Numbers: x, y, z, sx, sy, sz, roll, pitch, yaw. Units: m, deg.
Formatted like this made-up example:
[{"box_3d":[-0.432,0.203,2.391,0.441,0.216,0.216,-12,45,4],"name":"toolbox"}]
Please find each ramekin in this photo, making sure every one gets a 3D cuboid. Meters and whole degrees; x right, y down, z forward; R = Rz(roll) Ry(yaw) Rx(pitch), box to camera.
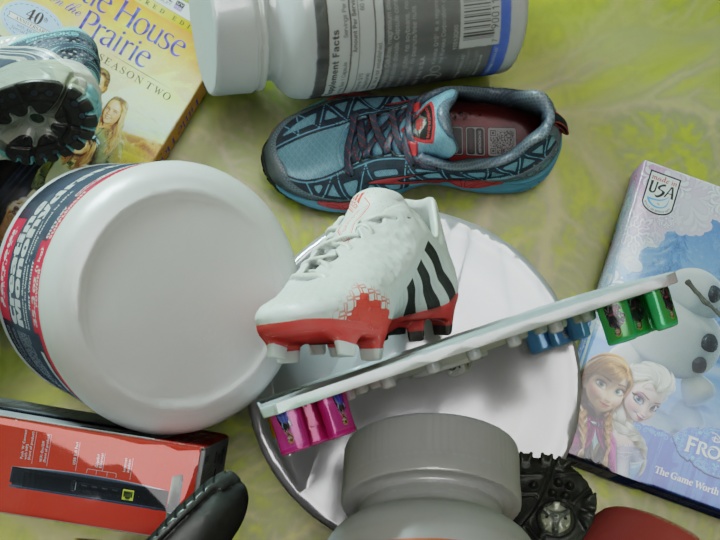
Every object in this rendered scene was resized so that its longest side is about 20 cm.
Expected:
[{"box_3d":[0.029,0.070,0.858,0.200,0.094,0.205,1,80,-3],"name":"ramekin"}]

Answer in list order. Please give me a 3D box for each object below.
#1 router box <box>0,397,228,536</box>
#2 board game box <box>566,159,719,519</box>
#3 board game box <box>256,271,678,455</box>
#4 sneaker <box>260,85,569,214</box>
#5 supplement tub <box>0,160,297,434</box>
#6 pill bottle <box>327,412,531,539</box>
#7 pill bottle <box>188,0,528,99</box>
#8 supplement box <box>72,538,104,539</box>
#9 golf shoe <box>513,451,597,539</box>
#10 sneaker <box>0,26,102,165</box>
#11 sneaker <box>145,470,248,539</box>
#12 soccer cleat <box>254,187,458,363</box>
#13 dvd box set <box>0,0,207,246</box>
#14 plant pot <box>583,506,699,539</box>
[{"box_3d":[-0.170,0.106,0.786,0.177,0.200,0.049,9,85,-2],"name":"router box"},{"box_3d":[0.243,0.057,0.898,0.198,0.043,0.201,19,77,1],"name":"board game box"},{"box_3d":[0.045,0.049,0.714,0.198,0.200,0.026,-17,87,-6],"name":"board game box"},{"box_3d":[0.034,-0.090,0.888,0.197,0.096,0.080,-7,79,-4],"name":"sneaker"},{"box_3d":[-0.129,0.010,0.791,0.139,0.200,0.142,-1,93,-24],"name":"supplement tub"},{"box_3d":[0.033,0.177,0.658,0.108,0.110,0.202,3,59,-2],"name":"pill bottle"},{"box_3d":[-0.004,-0.170,0.881,0.198,0.114,0.115,-9,79,-13],"name":"pill bottle"},{"box_3d":[-0.109,0.262,0.761,0.199,0.197,0.133,38,79,4],"name":"supplement box"},{"box_3d":[0.043,0.172,0.773,0.199,0.088,0.078,-33,61,3],"name":"golf shoe"},{"box_3d":[-0.248,-0.100,0.868,0.197,0.078,0.087,-9,43,12],"name":"sneaker"},{"box_3d":[-0.095,0.190,0.642,0.088,0.074,0.201,33,87,3],"name":"sneaker"},{"box_3d":[0.000,0.000,0.728,0.068,0.200,0.086,-3,92,25],"name":"soccer cleat"},{"box_3d":[-0.192,-0.106,0.913,0.145,0.029,0.201,30,80,3],"name":"dvd box set"},{"box_3d":[0.148,0.247,0.791,0.200,0.201,0.178,37,70,5],"name":"plant pot"}]
